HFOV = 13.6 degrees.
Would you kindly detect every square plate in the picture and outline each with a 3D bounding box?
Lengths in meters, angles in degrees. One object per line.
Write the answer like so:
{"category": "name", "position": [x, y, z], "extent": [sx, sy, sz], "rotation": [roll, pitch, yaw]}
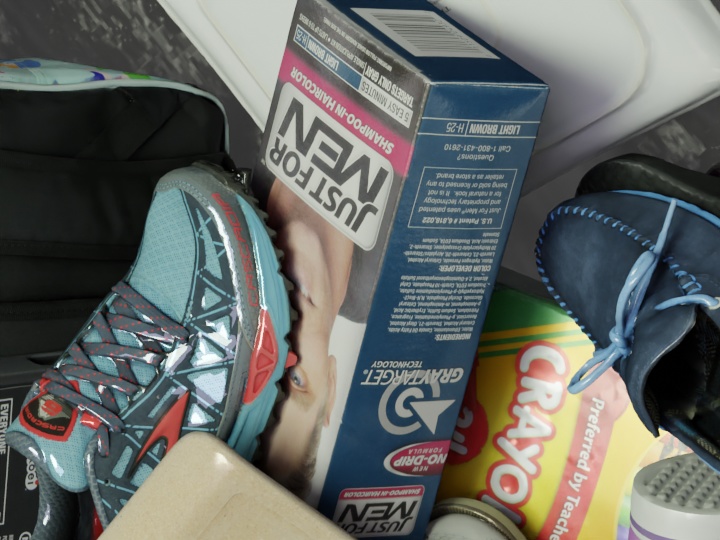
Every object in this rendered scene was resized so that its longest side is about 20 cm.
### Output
{"category": "square plate", "position": [0.024, -0.107, 1.215], "extent": [0.199, 0.028, 0.198], "rotation": [-29, 110, 26]}

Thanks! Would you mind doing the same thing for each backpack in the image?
{"category": "backpack", "position": [-0.162, -0.004, 1.258], "extent": [0.150, 0.199, 0.179], "rotation": [10, 99, 40]}

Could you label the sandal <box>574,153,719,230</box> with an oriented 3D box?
{"category": "sandal", "position": [0.160, -0.007, 1.181], "extent": [0.200, 0.048, 0.076], "rotation": [12, 116, 53]}

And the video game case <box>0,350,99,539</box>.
{"category": "video game case", "position": [-0.107, 0.128, 1.246], "extent": [0.025, 0.180, 0.201], "rotation": [23, 112, 48]}

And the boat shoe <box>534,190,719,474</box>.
{"category": "boat shoe", "position": [0.129, 0.028, 1.135], "extent": [0.200, 0.068, 0.085], "rotation": [34, 129, 42]}

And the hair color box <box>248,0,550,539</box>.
{"category": "hair color box", "position": [0.000, 0.000, 1.181], "extent": [0.100, 0.060, 0.201], "rotation": [40, 122, 48]}

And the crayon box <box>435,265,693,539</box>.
{"category": "crayon box", "position": [0.108, 0.086, 1.236], "extent": [0.199, 0.051, 0.128], "rotation": [21, 100, 18]}

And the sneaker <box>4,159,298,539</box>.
{"category": "sneaker", "position": [-0.087, 0.056, 1.168], "extent": [0.079, 0.095, 0.201], "rotation": [23, 106, 50]}

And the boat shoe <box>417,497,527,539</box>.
{"category": "boat shoe", "position": [0.037, 0.193, 1.229], "extent": [0.074, 0.068, 0.201], "rotation": [12, 116, 26]}

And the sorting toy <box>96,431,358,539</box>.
{"category": "sorting toy", "position": [-0.038, 0.182, 1.163], "extent": [0.200, 0.036, 0.185], "rotation": [37, 106, -8]}

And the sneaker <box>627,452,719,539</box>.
{"category": "sneaker", "position": [0.201, 0.123, 1.178], "extent": [0.199, 0.073, 0.115], "rotation": [-5, 111, -6]}
